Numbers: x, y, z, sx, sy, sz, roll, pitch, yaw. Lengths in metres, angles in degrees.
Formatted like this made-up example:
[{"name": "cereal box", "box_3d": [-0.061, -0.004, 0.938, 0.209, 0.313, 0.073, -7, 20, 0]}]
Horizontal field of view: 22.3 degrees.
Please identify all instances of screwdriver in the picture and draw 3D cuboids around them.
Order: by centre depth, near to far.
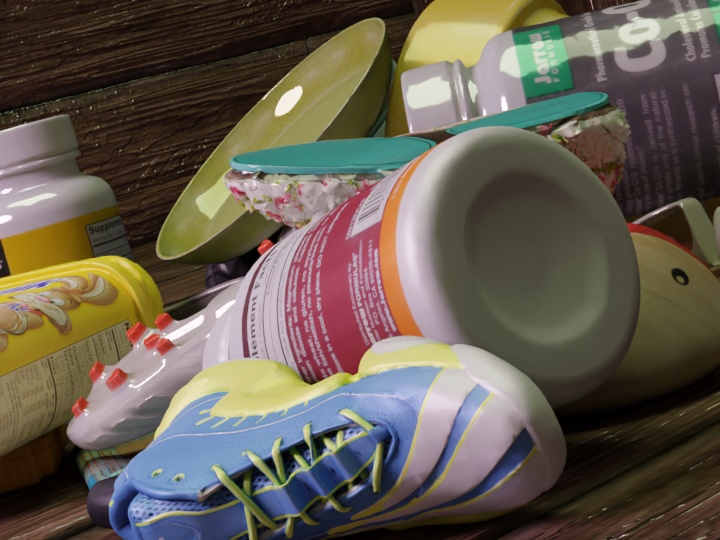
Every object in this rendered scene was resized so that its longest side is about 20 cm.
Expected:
[{"name": "screwdriver", "box_3d": [-0.042, 0.096, 0.777, 0.199, 0.029, 0.028, -5, 11, 38]}]

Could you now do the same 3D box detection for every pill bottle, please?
[{"name": "pill bottle", "box_3d": [0.016, 0.023, 0.771, 0.113, 0.113, 0.200, -19, -5, -36]}, {"name": "pill bottle", "box_3d": [0.129, -0.083, 0.985, 0.199, 0.114, 0.113, -13, 6, 5]}, {"name": "pill bottle", "box_3d": [-0.210, 0.000, 1.250, 0.111, 0.201, 0.111, -16, 5, 1]}]

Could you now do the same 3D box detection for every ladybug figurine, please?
[{"name": "ladybug figurine", "box_3d": [0.098, 0.020, 0.862, 0.135, 0.072, 0.200, -18, 6, -19]}]

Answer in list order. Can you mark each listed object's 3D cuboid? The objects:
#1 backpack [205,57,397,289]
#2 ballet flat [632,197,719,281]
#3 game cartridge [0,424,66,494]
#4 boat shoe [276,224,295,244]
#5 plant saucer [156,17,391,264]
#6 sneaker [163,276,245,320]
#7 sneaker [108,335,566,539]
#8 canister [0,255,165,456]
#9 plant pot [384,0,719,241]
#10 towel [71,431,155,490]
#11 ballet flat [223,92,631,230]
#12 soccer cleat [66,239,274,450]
[{"name": "backpack", "box_3d": [-0.005, -0.046, 1.231, 0.167, 0.127, 0.200, -1, 47, 54]}, {"name": "ballet flat", "box_3d": [0.180, -0.005, 0.916, 0.070, 0.066, 0.200, -19, 7, -35]}, {"name": "game cartridge", "box_3d": [-0.277, 0.124, 1.090, 0.199, 0.033, 0.176, -17, 6, -6]}, {"name": "boat shoe", "box_3d": [0.000, 0.000, 1.003, 0.072, 0.069, 0.200, -3, 26, -12]}, {"name": "plant saucer", "box_3d": [-0.047, -0.073, 1.127, 0.200, 0.031, 0.200, -42, 17, 16]}, {"name": "sneaker", "box_3d": [-0.068, 0.037, 1.138, 0.199, 0.075, 0.106, -10, 5, 21]}, {"name": "sneaker", "box_3d": [-0.019, 0.083, 0.675, 0.199, 0.076, 0.105, -9, 27, 49]}, {"name": "canister", "box_3d": [-0.218, 0.059, 1.021, 0.148, 0.087, 0.200, -11, 7, 26]}, {"name": "plant pot", "box_3d": [0.139, -0.070, 1.129, 0.188, 0.202, 0.201, 6, 15, 27]}, {"name": "towel", "box_3d": [-0.077, 0.086, 0.961, 0.146, 0.022, 0.200, -16, 5, -13]}, {"name": "ballet flat", "box_3d": [0.037, -0.037, 0.857, 0.199, 0.064, 0.076, -10, 16, -12]}, {"name": "soccer cleat", "box_3d": [-0.064, 0.046, 0.917, 0.200, 0.078, 0.069, -34, 19, 21]}]
